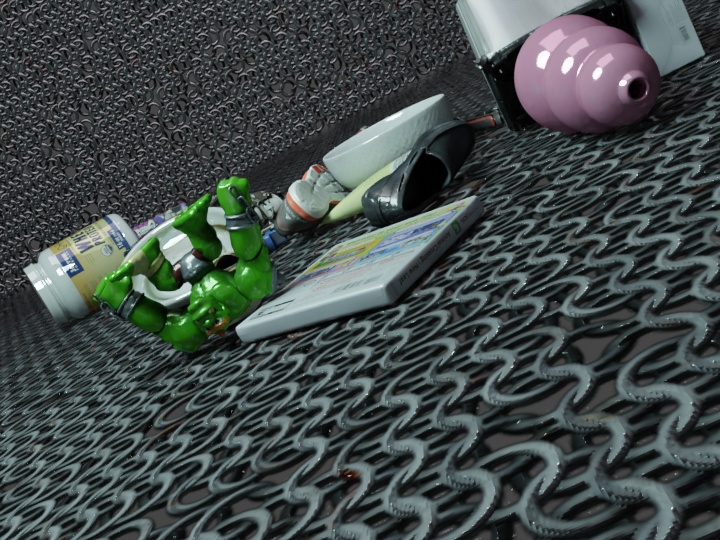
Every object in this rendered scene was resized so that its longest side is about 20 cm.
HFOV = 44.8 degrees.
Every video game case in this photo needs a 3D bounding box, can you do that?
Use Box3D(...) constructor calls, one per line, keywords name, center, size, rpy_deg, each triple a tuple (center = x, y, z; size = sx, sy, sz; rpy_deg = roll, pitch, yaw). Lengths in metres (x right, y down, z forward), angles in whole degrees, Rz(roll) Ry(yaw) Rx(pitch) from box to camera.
Box3D(name="video game case", center=(0.000, 0.000, 0.839), size=(0.200, 0.022, 0.182), rpy_deg=(-18, 17, 42))
Box3D(name="video game case", center=(-0.442, -0.062, 1.841), size=(0.181, 0.036, 0.200), rpy_deg=(-30, -6, -16))

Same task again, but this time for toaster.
Box3D(name="toaster", center=(0.226, -0.286, 1.073), size=(0.181, 0.119, 0.200), rpy_deg=(-27, -26, 12))

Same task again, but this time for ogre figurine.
Box3D(name="ogre figurine", center=(-0.161, 0.005, 0.877), size=(0.200, 0.120, 0.098), rpy_deg=(-41, 14, -1))

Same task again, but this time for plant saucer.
Box3D(name="plant saucer", center=(-0.247, -0.005, 1.228), size=(0.200, 0.050, 0.200), rpy_deg=(-17, 39, 14))

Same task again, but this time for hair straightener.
Box3D(name="hair straightener", center=(0.171, -0.231, 1.332), size=(0.200, 0.041, 0.077), rpy_deg=(-16, 18, 43))

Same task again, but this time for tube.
Box3D(name="tube", center=(0.028, -0.107, 1.156), size=(0.058, 0.052, 0.200), rpy_deg=(16, -26, -37))

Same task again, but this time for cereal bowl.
Box3D(name="cereal bowl", center=(0.050, -0.174, 1.272), size=(0.200, 0.083, 0.200), rpy_deg=(-26, 13, 7))

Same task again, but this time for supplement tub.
Box3D(name="supplement tub", center=(-0.507, -0.001, 1.633), size=(0.200, 0.145, 0.144), rpy_deg=(-33, 14, -19))

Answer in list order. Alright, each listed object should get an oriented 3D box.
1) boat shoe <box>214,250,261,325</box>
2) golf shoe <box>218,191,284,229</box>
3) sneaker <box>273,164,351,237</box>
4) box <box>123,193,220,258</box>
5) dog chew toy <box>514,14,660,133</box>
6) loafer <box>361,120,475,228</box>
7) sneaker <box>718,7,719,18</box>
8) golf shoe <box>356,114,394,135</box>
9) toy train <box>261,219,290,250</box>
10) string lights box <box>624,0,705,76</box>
Box3D(name="boat shoe", center=(-0.145, 0.007, 1.027), size=(0.072, 0.061, 0.201), rpy_deg=(-27, 13, 8))
Box3D(name="golf shoe", center=(-0.181, -0.100, 1.490), size=(0.094, 0.078, 0.200), rpy_deg=(-25, 14, 12))
Box3D(name="sneaker", center=(-0.075, -0.095, 1.256), size=(0.082, 0.077, 0.200), rpy_deg=(-46, -6, 22))
Box3D(name="box", center=(-0.300, -0.053, 1.530), size=(0.163, 0.086, 0.200), rpy_deg=(-27, 13, 7))
Box3D(name="dog chew toy", center=(0.238, -0.198, 0.901), size=(0.124, 0.125, 0.200), rpy_deg=(-29, 20, -2))
Box3D(name="loafer", center=(0.082, -0.115, 1.022), size=(0.070, 0.068, 0.201), rpy_deg=(-2, 33, 47))
Box3D(name="sneaker", center=(0.447, -0.285, 0.916), size=(0.104, 0.060, 0.200), rpy_deg=(-24, 9, 38))
Box3D(name="golf shoe", center=(0.038, -0.203, 1.482), size=(0.088, 0.077, 0.200), rpy_deg=(-54, 18, -16))
Box3D(name="toy train", center=(-0.188, -0.017, 1.271), size=(0.200, 0.034, 0.046), rpy_deg=(-31, 26, -4))
Box3D(name="string lights box", center=(0.358, -0.308, 1.096), size=(0.059, 0.103, 0.200), rpy_deg=(-26, 12, 11))
